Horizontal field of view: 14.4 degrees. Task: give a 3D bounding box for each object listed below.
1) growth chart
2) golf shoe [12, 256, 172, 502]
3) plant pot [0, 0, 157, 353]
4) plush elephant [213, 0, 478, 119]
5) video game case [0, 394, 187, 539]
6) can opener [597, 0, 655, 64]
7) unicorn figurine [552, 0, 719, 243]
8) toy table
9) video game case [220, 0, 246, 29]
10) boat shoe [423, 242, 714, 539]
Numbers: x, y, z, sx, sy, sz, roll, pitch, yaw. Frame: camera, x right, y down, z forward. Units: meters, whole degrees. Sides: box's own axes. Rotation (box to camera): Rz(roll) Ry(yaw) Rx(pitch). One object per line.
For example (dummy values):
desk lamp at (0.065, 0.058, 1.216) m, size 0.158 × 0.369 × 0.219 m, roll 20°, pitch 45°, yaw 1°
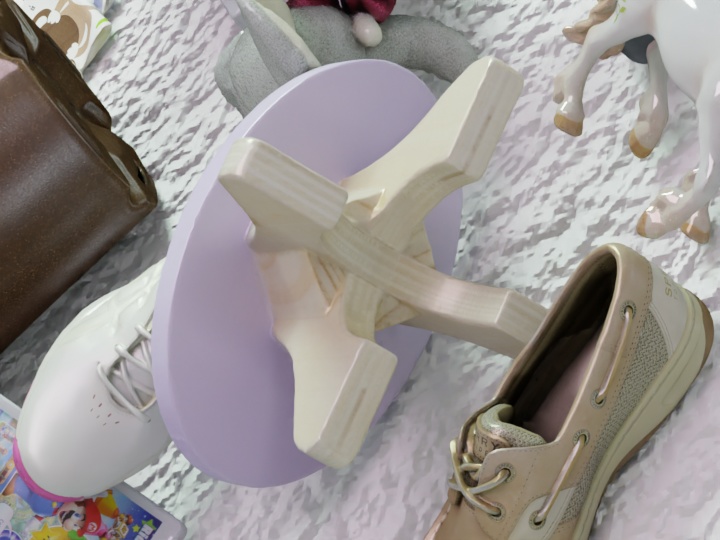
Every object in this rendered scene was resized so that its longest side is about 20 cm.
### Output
growth chart at (-0.195, -0.120, 1.636) m, size 0.145 × 0.018 × 0.200 m, roll 19°, pitch 76°, yaw 50°
golf shoe at (-0.082, 0.024, 1.311) m, size 0.200 × 0.075 × 0.092 m, roll -46°, pitch 2°, yaw -14°
plant pot at (-0.223, -0.032, 1.467) m, size 0.198 × 0.200 × 0.200 m, roll -37°, pitch 39°, yaw 5°
plush elephant at (-0.012, -0.134, 1.367) m, size 0.199 × 0.155 × 0.165 m, roll -16°, pitch -3°, yaw -5°
video game case at (-0.201, 0.124, 1.348) m, size 0.200 × 0.018 × 0.143 m, roll 34°, pitch 85°, yaw 13°
can opener at (0.180, -0.172, 1.254) m, size 0.200 × 0.067 × 0.053 m, roll -35°, pitch 41°, yaw 20°
unicorn figurine at (0.155, -0.081, 1.191) m, size 0.200 × 0.074 × 0.138 m, roll 45°, pitch 121°, yaw 29°
toy table at (0.000, 0.000, 1.232) m, size 0.117 × 0.183 × 0.201 m, roll -2°, pitch 72°, yaw 64°
video game case at (-0.023, -0.244, 1.555) m, size 0.200 × 0.022 × 0.182 m, roll -44°, pitch 39°, yaw 9°
boat shoe at (0.065, 0.080, 1.171) m, size 0.200 × 0.065 × 0.072 m, roll -55°, pitch 38°, yaw 0°
